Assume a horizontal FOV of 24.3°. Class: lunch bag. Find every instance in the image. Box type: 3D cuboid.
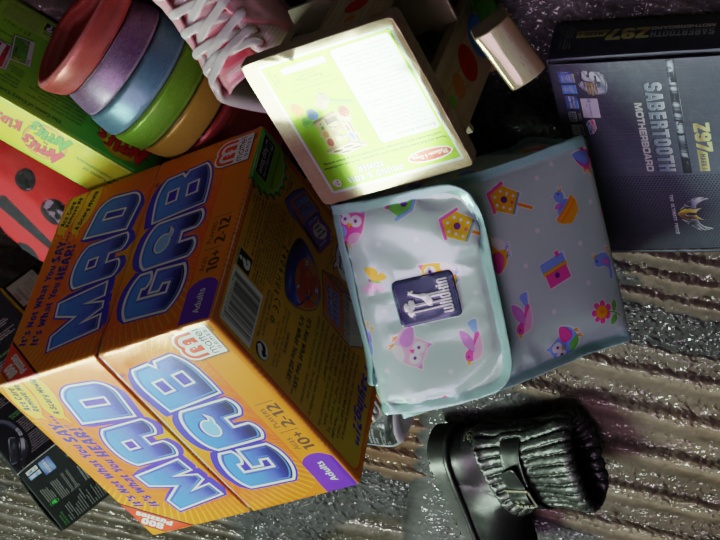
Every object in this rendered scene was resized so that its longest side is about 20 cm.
[{"bbox_3d":[0.083,0.002,1.243,0.122,0.200,0.171,8,114,63],"label":"lunch bag"}]

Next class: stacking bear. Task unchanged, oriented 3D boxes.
[{"bbox_3d":[-0.141,-0.139,1.318,0.200,0.114,0.121,32,137,-22],"label":"stacking bear"}]

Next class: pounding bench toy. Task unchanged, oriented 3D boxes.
[{"bbox_3d":[0.050,-0.162,1.177,0.200,0.156,0.124,-14,123,31],"label":"pounding bench toy"}]

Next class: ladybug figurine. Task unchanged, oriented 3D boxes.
[{"bbox_3d":[-0.264,-0.063,1.415,0.200,0.072,0.136,40,140,0],"label":"ladybug figurine"}]

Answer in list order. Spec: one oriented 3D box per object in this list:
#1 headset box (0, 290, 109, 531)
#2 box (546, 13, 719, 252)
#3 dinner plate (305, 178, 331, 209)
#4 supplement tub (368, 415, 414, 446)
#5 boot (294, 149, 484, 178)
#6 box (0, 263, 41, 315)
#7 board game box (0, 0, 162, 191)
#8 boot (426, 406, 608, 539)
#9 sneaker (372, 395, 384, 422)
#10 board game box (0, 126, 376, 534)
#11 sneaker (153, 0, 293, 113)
[{"bbox_3d":[-0.316,0.117,1.550,0.200,0.093,0.174,47,166,21],"label":"headset box"},{"bbox_3d":[0.236,-0.099,1.263,0.157,0.051,0.200,-1,135,19],"label":"box"},{"bbox_3d":[0.000,0.000,1.384,0.200,0.024,0.200,11,132,13],"label":"dinner plate"},{"bbox_3d":[-0.051,0.089,1.516,0.200,0.123,0.123,7,138,13],"label":"supplement tub"},{"bbox_3d":[0.032,-0.040,1.391,0.200,0.064,0.186,-24,114,36],"label":"boot"},{"bbox_3d":[-0.246,0.104,1.588,0.160,0.049,0.200,35,159,44],"label":"box"},{"bbox_3d":[-0.248,-0.142,1.350,0.200,0.102,0.048,30,138,-14],"label":"board game box"},{"bbox_3d":[0.170,0.220,1.613,0.158,0.080,0.211,-8,132,27],"label":"boot"},{"bbox_3d":[-0.055,0.122,1.421,0.200,0.088,0.076,-30,91,-4],"label":"sneaker"},{"bbox_3d":[-0.119,0.051,1.293,0.200,0.200,0.200,-18,130,28],"label":"board game box"},{"bbox_3d":[-0.107,-0.193,1.232,0.075,0.105,0.200,-37,119,21],"label":"sneaker"}]
